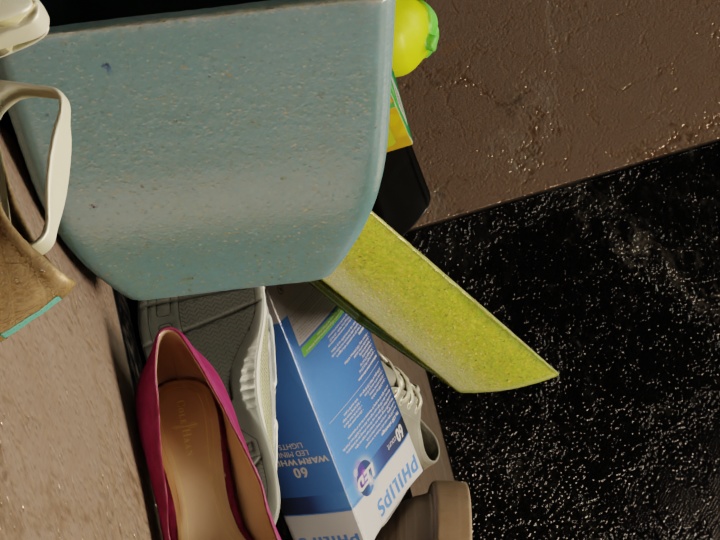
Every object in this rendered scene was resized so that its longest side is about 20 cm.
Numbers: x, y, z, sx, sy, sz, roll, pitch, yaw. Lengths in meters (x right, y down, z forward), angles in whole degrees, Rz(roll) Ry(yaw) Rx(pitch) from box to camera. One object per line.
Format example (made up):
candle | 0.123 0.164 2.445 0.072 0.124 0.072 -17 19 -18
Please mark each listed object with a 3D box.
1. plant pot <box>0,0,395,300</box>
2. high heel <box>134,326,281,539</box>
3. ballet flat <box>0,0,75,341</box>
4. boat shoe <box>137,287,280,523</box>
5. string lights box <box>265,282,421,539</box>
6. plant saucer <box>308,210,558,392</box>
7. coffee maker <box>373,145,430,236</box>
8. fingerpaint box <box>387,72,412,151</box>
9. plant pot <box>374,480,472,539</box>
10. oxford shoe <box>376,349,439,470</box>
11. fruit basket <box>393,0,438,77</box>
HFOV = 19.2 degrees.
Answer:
plant pot | -0.083 -0.099 1.125 0.196 0.196 0.200 -99 -176 -52
high heel | -0.077 0.122 1.095 0.200 0.067 0.096 -122 -163 -45
ballet flat | -0.154 -0.069 0.849 0.068 0.072 0.200 56 18 -73
boat shoe | -0.083 0.060 1.233 0.065 0.074 0.202 79 -1 -83
string lights box | -0.031 0.080 1.448 0.103 0.059 0.200 -49 124 -54
plant saucer | 0.000 0.000 1.320 0.200 0.048 0.200 41 -4 -32
coffee maker | -0.005 -0.122 1.925 0.135 0.192 0.200 57 -9 40
fingerpaint box | -0.065 -0.123 1.420 0.200 0.166 0.074 55 18 -72
plant pot | 0.025 0.246 1.505 0.201 0.092 0.201 -176 -90 -88
oxford shoe | 0.016 0.096 1.660 0.200 0.058 0.075 64 11 -48
fruit basket | -0.052 -0.194 1.567 0.216 0.215 0.156 46 25 -79
